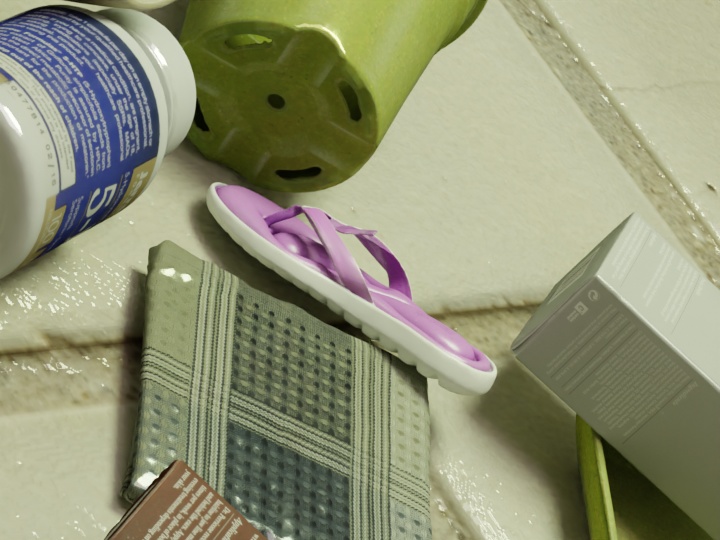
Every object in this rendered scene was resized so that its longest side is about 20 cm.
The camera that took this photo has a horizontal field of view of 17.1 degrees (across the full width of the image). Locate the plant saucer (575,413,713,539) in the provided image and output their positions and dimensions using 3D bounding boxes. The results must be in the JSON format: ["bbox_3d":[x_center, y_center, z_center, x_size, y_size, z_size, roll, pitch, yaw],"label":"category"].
[{"bbox_3d":[0.207,0.179,1.453,0.199,0.048,0.200,28,34,-24],"label":"plant saucer"}]

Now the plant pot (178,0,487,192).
[{"bbox_3d":[-0.030,-0.153,1.470,0.200,0.200,0.185,34,43,-15],"label":"plant pot"}]

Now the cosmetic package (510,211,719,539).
[{"bbox_3d":[0.201,0.072,1.449,0.200,0.090,0.107,46,30,-2],"label":"cosmetic package"}]

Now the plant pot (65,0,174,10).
[{"bbox_3d":[-0.170,-0.225,1.288,0.200,0.188,0.187,32,23,29],"label":"plant pot"}]

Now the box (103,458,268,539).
[{"bbox_3d":[-0.049,0.194,1.109,0.200,0.075,0.100,42,30,0],"label":"box"}]

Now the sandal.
[{"bbox_3d":[0.001,-0.001,1.400,0.202,0.050,0.082,36,12,7],"label":"sandal"}]

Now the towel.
[{"bbox_3d":[-0.042,0.091,1.292,0.192,0.035,0.200,27,36,-21],"label":"towel"}]

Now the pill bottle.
[{"bbox_3d":[-0.170,-0.073,1.246,0.120,0.120,0.200,46,30,5],"label":"pill bottle"}]
